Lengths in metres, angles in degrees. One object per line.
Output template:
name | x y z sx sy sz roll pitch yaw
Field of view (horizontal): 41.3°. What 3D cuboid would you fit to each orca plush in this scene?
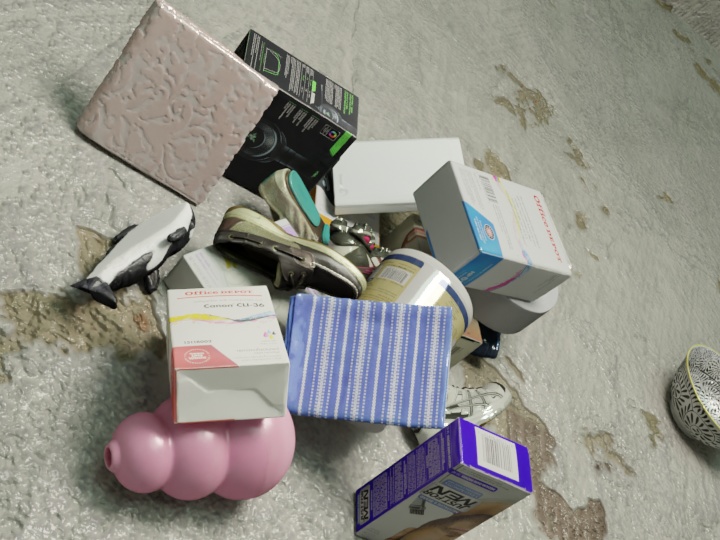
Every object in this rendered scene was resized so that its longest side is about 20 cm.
orca plush | -0.246 -0.003 1.111 0.201 0.103 0.072 -70 146 -60

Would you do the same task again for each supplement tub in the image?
supplement tub | 0.037 0.088 1.207 0.144 0.144 0.201 43 63 -5

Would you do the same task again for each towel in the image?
towel | -0.229 -0.208 1.204 0.189 0.201 0.032 31 23 -22
towel | 0.006 0.102 1.104 0.195 0.024 0.148 5 70 7

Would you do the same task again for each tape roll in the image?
tape roll | 0.205 -0.010 1.422 0.198 0.066 0.203 29 41 -28

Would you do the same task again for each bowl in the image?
bowl | 0.623 0.246 1.723 0.198 0.094 0.203 26 42 -25

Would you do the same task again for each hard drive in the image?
hard drive | 0.056 -0.141 1.409 0.195 0.027 0.134 -2 50 -3

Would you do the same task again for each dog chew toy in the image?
dog chew toy | -0.168 0.182 0.992 0.197 0.125 0.126 -2 58 -35

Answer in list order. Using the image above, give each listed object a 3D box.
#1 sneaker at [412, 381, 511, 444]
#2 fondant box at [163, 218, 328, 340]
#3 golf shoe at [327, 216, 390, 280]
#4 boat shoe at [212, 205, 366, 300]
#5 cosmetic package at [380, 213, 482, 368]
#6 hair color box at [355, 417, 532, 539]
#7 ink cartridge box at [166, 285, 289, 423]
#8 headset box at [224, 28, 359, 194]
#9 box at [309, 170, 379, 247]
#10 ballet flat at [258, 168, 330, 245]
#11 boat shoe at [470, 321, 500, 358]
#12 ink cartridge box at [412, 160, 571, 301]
sneaker | 0.139 0.184 1.318 0.088 0.076 0.199 53 37 8
fondant box | -0.130 0.028 1.208 0.145 0.058 0.199 54 37 9
golf shoe | 0.000 0.000 1.305 0.200 0.076 0.090 38 66 -60
boat shoe | -0.089 -0.005 1.167 0.197 0.074 0.065 25 54 4
cosmetic package | 0.102 0.031 1.406 0.102 0.087 0.203 18 47 -33
hair color box | 0.092 0.257 1.107 0.108 0.200 0.066 25 44 -25
ink cartridge box | -0.147 0.074 1.009 0.114 0.069 0.201 -2 27 -15
headset box | -0.117 -0.198 1.322 0.198 0.174 0.094 28 40 -25
box | -0.027 -0.110 1.445 0.118 0.041 0.202 28 40 -24
ballet flat | -0.075 -0.051 1.323 0.202 0.061 0.068 60 23 -22
boat shoe | 0.206 0.063 1.495 0.068 0.085 0.202 25 54 0
ink cartridge box | 0.182 -0.050 1.305 0.197 0.084 0.147 11 52 -40
